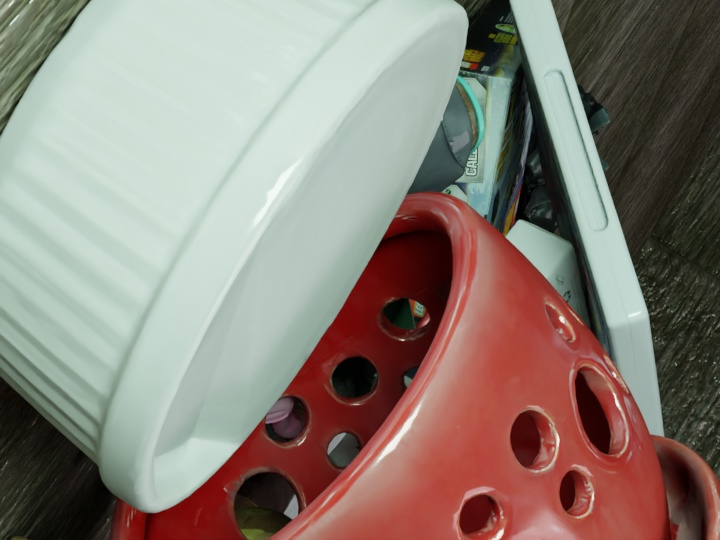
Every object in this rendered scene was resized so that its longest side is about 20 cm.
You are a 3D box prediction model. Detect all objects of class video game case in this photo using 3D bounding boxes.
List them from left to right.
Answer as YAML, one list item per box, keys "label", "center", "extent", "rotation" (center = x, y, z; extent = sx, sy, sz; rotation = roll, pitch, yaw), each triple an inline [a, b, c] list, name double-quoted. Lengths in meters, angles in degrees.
- label: "video game case"
  center: [0.115, -0.017, 1.123]
  extent: [0.023, 0.183, 0.200]
  rotation: [-16, 155, 4]

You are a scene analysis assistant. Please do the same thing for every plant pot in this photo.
- label: "plant pot"
  center: [0.028, 0.101, 0.876]
  extent: [0.200, 0.182, 0.201]
  rotation: [-37, -156, 20]

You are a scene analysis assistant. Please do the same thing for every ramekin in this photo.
- label: "ramekin"
  center: [-0.054, -0.026, 0.758]
  extent: [0.203, 0.094, 0.202]
  rotation: [-56, 171, -14]

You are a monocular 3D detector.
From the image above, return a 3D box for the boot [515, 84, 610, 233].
- label: "boot"
  center: [0.074, -0.032, 1.416]
  extent: [0.198, 0.073, 0.163]
  rotation: [-14, -119, 56]

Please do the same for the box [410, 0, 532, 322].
- label: "box"
  center: [0.065, -0.063, 1.217]
  extent: [0.200, 0.040, 0.137]
  rotation: [-57, 157, -70]

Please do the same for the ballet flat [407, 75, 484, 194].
- label: "ballet flat"
  center: [-0.001, -0.039, 1.088]
  extent: [0.073, 0.073, 0.200]
  rotation: [-54, -179, -25]

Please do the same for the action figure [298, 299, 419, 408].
- label: "action figure"
  center: [-0.023, 0.025, 1.056]
  extent: [0.055, 0.118, 0.200]
  rotation: [-33, 167, -10]

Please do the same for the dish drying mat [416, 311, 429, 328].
- label: "dish drying mat"
  center: [0.079, 0.056, 1.181]
  extent: [0.077, 0.018, 0.200]
  rotation: [-56, 149, -12]

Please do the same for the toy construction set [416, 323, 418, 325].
- label: "toy construction set"
  center: [0.060, 0.076, 1.321]
  extent: [0.131, 0.200, 0.092]
  rotation: [-36, -143, 30]

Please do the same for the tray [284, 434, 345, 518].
- label: "tray"
  center: [-0.043, 0.135, 1.386]
  extent: [0.200, 0.022, 0.107]
  rotation: [-60, -167, -18]

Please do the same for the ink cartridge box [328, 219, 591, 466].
- label: "ink cartridge box"
  center: [0.041, 0.079, 1.086]
  extent: [0.200, 0.039, 0.100]
  rotation: [-51, 149, -23]

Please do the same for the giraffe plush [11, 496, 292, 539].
- label: "giraffe plush"
  center: [-0.076, 0.171, 1.049]
  extent: [0.162, 0.199, 0.173]
  rotation: [-48, 141, -68]

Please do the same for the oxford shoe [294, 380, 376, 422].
- label: "oxford shoe"
  center: [0.000, 0.000, 1.229]
  extent: [0.071, 0.071, 0.200]
  rotation: [82, 21, -48]

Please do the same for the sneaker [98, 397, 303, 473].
- label: "sneaker"
  center: [-0.081, 0.068, 1.040]
  extent: [0.095, 0.079, 0.200]
  rotation: [-35, 167, -6]

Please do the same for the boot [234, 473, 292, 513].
- label: "boot"
  center: [-0.101, 0.199, 1.292]
  extent: [0.200, 0.072, 0.166]
  rotation: [-57, 176, 23]
